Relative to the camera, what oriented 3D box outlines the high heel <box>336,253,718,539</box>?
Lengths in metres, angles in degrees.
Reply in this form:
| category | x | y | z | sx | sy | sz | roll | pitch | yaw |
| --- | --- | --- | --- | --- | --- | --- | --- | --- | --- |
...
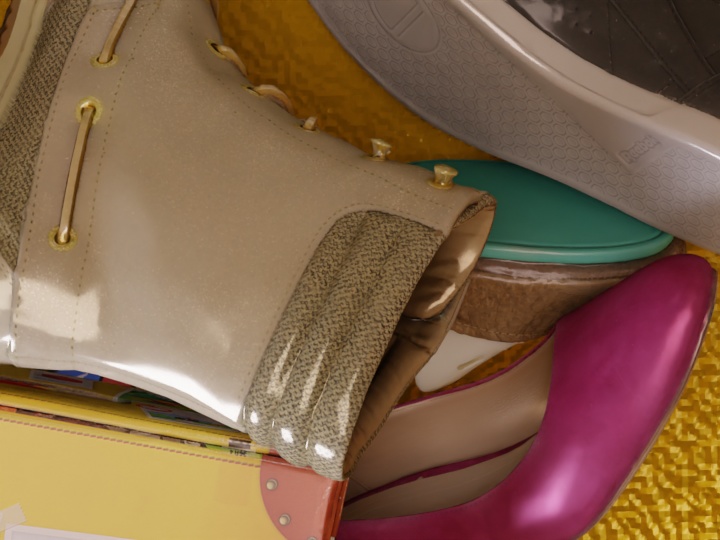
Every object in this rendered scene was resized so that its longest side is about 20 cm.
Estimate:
| category | x | y | z | sx | sy | sz | roll | pitch | yaw |
| --- | --- | --- | --- | --- | --- | --- | --- | --- | --- |
| high heel | 0.023 | 0.047 | 0.758 | 0.095 | 0.068 | 0.200 | 30 | 134 | -11 |

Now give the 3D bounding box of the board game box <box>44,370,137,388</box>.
| category | x | y | z | sx | sy | sz | roll | pitch | yaw |
| --- | --- | --- | --- | --- | --- | --- | --- | --- | --- |
| board game box | -0.159 | 0.093 | 0.822 | 0.198 | 0.019 | 0.104 | -17 | 99 | 4 |

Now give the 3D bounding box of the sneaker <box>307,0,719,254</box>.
| category | x | y | z | sx | sy | sz | roll | pitch | yaw |
| --- | --- | --- | --- | --- | --- | --- | --- | --- | --- |
| sneaker | 0.074 | -0.085 | 0.768 | 0.199 | 0.071 | 0.099 | 29 | 63 | 19 |

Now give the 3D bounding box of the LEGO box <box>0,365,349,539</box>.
| category | x | y | z | sx | sy | sz | roll | pitch | yaw |
| --- | --- | --- | --- | --- | --- | --- | --- | --- | --- |
| LEGO box | -0.115 | 0.103 | 0.718 | 0.198 | 0.077 | 0.150 | 11 | 94 | -6 |

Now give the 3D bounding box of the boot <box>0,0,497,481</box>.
| category | x | y | z | sx | sy | sz | roll | pitch | yaw |
| --- | --- | --- | --- | --- | --- | --- | --- | --- | --- |
| boot | -0.031 | -0.042 | 0.718 | 0.153 | 0.072 | 0.201 | 17 | 59 | 13 |

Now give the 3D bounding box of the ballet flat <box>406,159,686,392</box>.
| category | x | y | z | sx | sy | sz | roll | pitch | yaw |
| --- | --- | --- | --- | --- | --- | --- | --- | --- | --- |
| ballet flat | 0.000 | 0.000 | 0.784 | 0.198 | 0.068 | 0.073 | 7 | 119 | 1 |
